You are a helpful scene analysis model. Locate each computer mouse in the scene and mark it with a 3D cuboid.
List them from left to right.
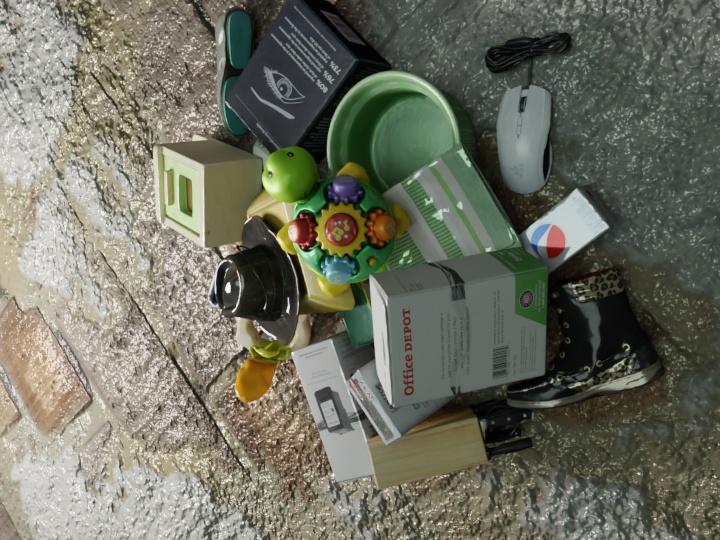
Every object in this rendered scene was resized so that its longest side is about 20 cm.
[{"bbox_3d":[0.212,-0.199,0.872,0.109,0.044,0.202,3,100,29],"label":"computer mouse"}]

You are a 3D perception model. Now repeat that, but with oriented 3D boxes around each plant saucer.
[{"bbox_3d":[-0.098,-0.031,0.951,0.200,0.048,0.202,-12,94,60],"label":"plant saucer"}]

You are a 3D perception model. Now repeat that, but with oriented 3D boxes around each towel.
[{"bbox_3d":[0.087,-0.048,0.877,0.199,0.023,0.153,-30,100,28],"label":"towel"}]

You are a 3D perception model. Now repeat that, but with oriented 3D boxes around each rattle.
[{"bbox_3d":[-0.135,0.083,1.060,0.130,0.143,0.200,44,121,7],"label":"rattle"}]

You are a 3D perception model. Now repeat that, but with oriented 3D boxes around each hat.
[{"bbox_3d":[-0.158,0.028,0.954,0.200,0.080,0.202,36,135,46],"label":"hat"}]

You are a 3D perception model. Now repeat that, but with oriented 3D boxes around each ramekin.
[{"bbox_3d":[0.062,-0.167,0.934,0.199,0.097,0.202,6,101,29],"label":"ramekin"}]

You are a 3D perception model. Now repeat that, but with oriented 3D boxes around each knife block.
[{"bbox_3d":[0.132,0.229,0.910,0.175,0.199,0.065,-15,89,45],"label":"knife block"}]

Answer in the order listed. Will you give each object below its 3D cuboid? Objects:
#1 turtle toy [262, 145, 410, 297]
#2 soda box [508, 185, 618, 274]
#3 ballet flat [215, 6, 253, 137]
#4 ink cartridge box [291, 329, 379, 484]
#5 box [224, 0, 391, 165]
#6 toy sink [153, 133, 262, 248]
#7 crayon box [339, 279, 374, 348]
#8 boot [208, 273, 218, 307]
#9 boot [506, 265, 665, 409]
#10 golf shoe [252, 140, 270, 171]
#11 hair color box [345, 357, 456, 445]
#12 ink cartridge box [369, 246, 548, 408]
[{"bbox_3d":[-0.038,-0.066,0.821,0.146,0.101,0.200,-44,92,3],"label":"turtle toy"},{"bbox_3d":[0.229,-0.021,0.878,0.200,0.068,0.064,-42,77,28],"label":"soda box"},{"bbox_3d":[-0.203,-0.318,1.094,0.064,0.067,0.202,18,108,55],"label":"ballet flat"},{"bbox_3d":[-0.002,0.189,1.004,0.083,0.145,0.201,-22,87,31],"label":"ink cartridge box"},{"bbox_3d":[-0.080,-0.273,0.995,0.148,0.104,0.200,50,119,13],"label":"box"},{"bbox_3d":[-0.257,-0.133,1.079,0.199,0.111,0.131,28,122,42],"label":"toy sink"},{"bbox_3d":[0.000,0.000,0.980,0.051,0.126,0.201,-21,87,24],"label":"crayon box"},{"bbox_3d":[-0.169,-0.012,1.096,0.074,0.095,0.200,45,115,16],"label":"boot"},{"bbox_3d":[0.267,0.090,0.871,0.199,0.073,0.152,-19,90,28],"label":"boot"},{"bbox_3d":[-0.119,-0.111,1.045,0.097,0.078,0.200,-42,74,11],"label":"golf shoe"},{"bbox_3d":[0.090,0.134,0.910,0.099,0.199,0.061,55,150,11],"label":"hair color box"},{"bbox_3d":[0.116,0.065,0.809,0.198,0.084,0.147,-9,113,-12],"label":"ink cartridge box"}]
